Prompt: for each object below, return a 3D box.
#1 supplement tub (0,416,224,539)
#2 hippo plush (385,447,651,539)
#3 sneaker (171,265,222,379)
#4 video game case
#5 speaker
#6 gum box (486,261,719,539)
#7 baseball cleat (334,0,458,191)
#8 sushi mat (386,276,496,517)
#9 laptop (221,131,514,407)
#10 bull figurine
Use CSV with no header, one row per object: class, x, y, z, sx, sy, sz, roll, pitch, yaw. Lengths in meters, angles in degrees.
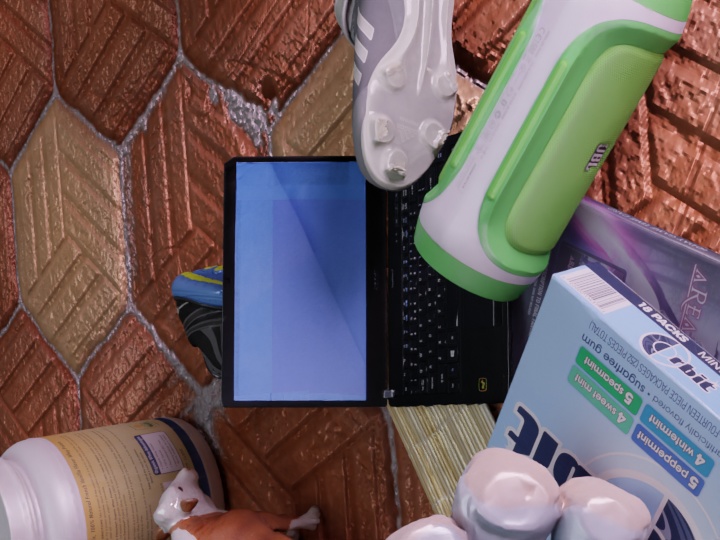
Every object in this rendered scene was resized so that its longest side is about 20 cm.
supplement tub,-0.232,0.210,1.100,0.143,0.198,0.147,7,99,50
hippo plush,0.091,0.206,0.691,0.161,0.157,0.202,106,145,-68
sneaker,-0.081,0.052,1.010,0.198,0.070,0.084,18,122,50
video game case,0.156,0.045,0.744,0.199,0.019,0.145,31,117,46
speaker,0.106,-0.085,0.722,0.089,0.088,0.202,46,119,37
gum box,0.145,0.128,0.716,0.170,0.044,0.202,44,132,35
baseball cleat,0.020,-0.141,0.842,0.106,0.069,0.203,-15,59,58
sushi mat,0.058,0.108,0.876,0.096,0.012,0.202,-48,57,41
laptop,0.000,0.000,0.847,0.199,0.102,0.180,-10,78,54
bull figurine,-0.070,0.218,0.961,0.200,0.120,0.066,39,122,42
